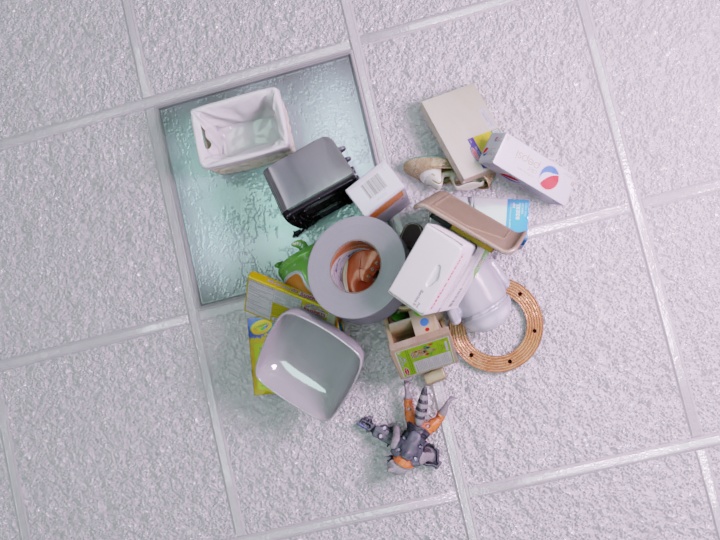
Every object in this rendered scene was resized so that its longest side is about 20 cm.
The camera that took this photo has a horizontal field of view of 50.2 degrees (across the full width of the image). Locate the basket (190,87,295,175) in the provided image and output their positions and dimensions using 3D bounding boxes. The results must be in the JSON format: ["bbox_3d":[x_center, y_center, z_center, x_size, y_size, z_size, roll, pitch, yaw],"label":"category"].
[{"bbox_3d":[-0.248,-0.296,1.667,0.198,0.123,0.137,-13,85,6],"label":"basket"}]

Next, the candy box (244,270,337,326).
[{"bbox_3d":[-0.143,0.078,1.579,0.198,0.026,0.103,22,130,8],"label":"candy box"}]

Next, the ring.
[{"bbox_3d":[0.287,0.115,1.629,0.198,0.019,0.203,-1,86,8],"label":"ring"}]

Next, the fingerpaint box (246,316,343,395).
[{"bbox_3d":[-0.133,0.173,1.652,0.198,0.073,0.169,-7,87,6],"label":"fingerpaint box"}]

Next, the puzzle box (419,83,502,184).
[{"bbox_3d":[0.225,-0.289,1.616,0.132,0.025,0.201,-21,73,-15],"label":"puzzle box"}]

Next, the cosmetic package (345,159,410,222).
[{"bbox_3d":[0.040,-0.151,1.583,0.101,0.200,0.071,-38,83,4],"label":"cosmetic package"}]

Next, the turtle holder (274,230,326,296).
[{"bbox_3d":[-0.080,0.008,1.627,0.141,0.185,0.132,-37,72,29],"label":"turtle holder"}]

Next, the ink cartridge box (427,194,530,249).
[{"bbox_3d":[0.241,-0.099,1.582,0.198,0.145,0.085,4,86,8],"label":"ink cartridge box"}]

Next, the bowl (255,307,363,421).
[{"bbox_3d":[-0.096,0.178,1.546,0.199,0.075,0.201,31,120,5],"label":"bowl"}]

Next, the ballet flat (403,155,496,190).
[{"bbox_3d":[0.188,-0.202,1.629,0.198,0.071,0.066,1,58,9],"label":"ballet flat"}]

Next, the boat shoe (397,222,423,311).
[{"bbox_3d":[0.101,-0.018,1.544,0.072,0.065,0.202,1,59,10],"label":"boat shoe"}]

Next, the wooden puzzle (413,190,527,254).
[{"bbox_3d":[0.204,-0.086,1.425,0.199,0.185,0.038,27,109,11],"label":"wooden puzzle"}]

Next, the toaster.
[{"bbox_3d":[-0.099,-0.176,1.615,0.199,0.181,0.119,-29,81,4],"label":"toaster"}]

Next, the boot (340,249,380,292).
[{"bbox_3d":[0.016,0.000,1.546,0.106,0.075,0.202,-8,82,17],"label":"boot"}]

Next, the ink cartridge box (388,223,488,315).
[{"bbox_3d":[0.150,-0.003,1.416,0.084,0.200,0.146,34,103,20],"label":"ink cartridge box"}]

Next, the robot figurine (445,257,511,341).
[{"bbox_3d":[0.234,0.041,1.567,0.169,0.113,0.201,-31,94,-23],"label":"robot figurine"}]

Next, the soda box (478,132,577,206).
[{"bbox_3d":[0.345,-0.206,1.572,0.199,0.064,0.069,26,90,-23],"label":"soda box"}]

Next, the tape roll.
[{"bbox_3d":[0.000,0.000,1.480,0.198,0.066,0.202,-5,74,17],"label":"tape roll"}]

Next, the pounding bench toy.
[{"bbox_3d":[0.121,0.132,1.604,0.123,0.201,0.157,-18,53,4],"label":"pounding bench toy"}]

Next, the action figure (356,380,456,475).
[{"bbox_3d":[0.089,0.330,1.602,0.198,0.105,0.195,18,83,8],"label":"action figure"}]
